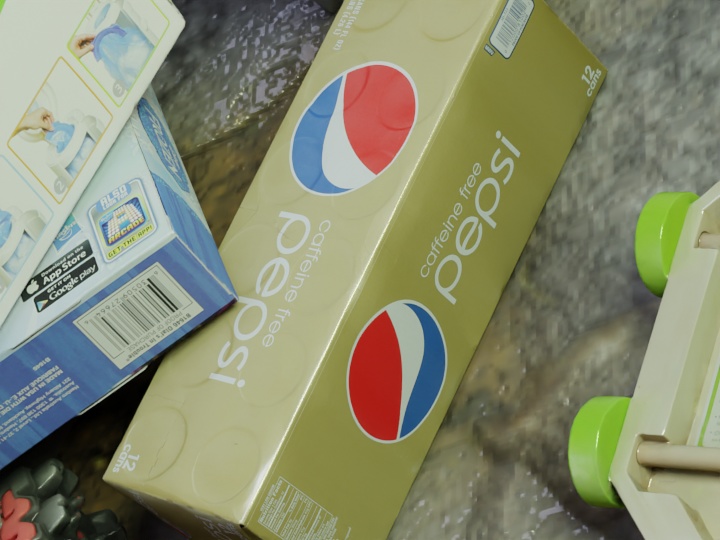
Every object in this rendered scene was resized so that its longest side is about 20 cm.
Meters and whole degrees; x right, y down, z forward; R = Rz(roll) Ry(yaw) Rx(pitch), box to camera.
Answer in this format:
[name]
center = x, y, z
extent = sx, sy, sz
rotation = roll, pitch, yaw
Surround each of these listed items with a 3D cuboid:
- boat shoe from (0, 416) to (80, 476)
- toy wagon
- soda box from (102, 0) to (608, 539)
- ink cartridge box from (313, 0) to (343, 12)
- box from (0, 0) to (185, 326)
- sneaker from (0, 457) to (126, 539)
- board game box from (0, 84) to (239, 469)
[boat shoe]
center = -0.154, 0.071, 0.952
extent = 0.072, 0.076, 0.201
rotation = 5, 56, 45
[toy wagon]
center = 0.147, 0.005, 0.771
extent = 0.155, 0.040, 0.201
rotation = 1, 62, 39
[soda box]
center = 0.000, 0.000, 0.876
extent = 0.068, 0.064, 0.201
rotation = 12, 69, 43
[ink cartridge box]
center = 0.018, -0.199, 0.935
extent = 0.200, 0.084, 0.144
rotation = -54, 1, -6
[box]
center = -0.163, -0.034, 0.847
extent = 0.112, 0.101, 0.201
rotation = 8, 59, 43
[sneaker]
center = -0.106, 0.150, 0.852
extent = 0.098, 0.071, 0.201
rotation = -30, 48, 16
[board game box]
center = -0.153, -0.002, 0.924
extent = 0.200, 0.043, 0.199
rotation = -35, 40, 8
